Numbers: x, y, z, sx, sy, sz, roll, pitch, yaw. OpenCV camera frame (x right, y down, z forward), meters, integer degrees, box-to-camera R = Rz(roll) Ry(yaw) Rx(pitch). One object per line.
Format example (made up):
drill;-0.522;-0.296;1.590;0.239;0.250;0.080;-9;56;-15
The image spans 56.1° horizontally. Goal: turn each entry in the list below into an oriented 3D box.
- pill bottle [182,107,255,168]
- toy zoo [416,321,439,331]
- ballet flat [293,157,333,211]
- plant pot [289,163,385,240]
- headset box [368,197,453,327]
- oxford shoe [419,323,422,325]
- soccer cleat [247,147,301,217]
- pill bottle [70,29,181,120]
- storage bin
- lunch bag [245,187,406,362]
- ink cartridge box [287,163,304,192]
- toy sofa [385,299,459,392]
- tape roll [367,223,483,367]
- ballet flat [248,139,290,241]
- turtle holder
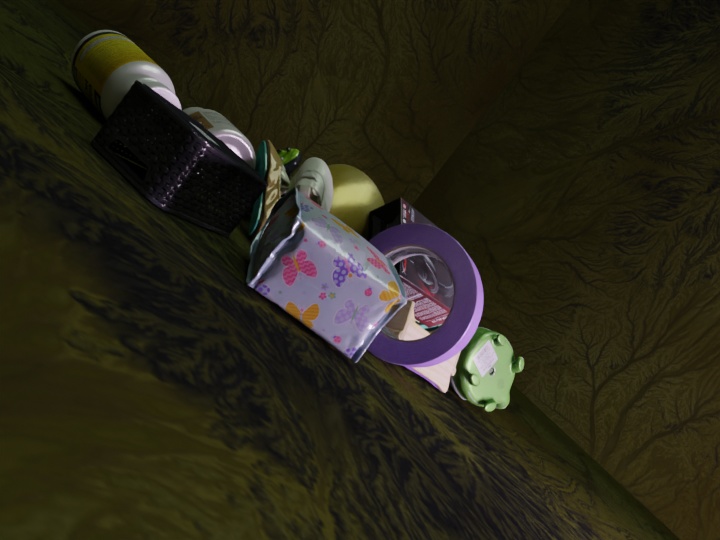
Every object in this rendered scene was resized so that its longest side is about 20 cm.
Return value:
pill bottle;-0.261;-0.212;1.159;0.114;0.115;0.200;36;5;-38
toy zoo;0.129;0.061;1.385;0.197;0.021;0.133;-8;62;-32
ballet flat;-0.084;-0.095;1.065;0.068;0.204;0.070;7;-16;2
plant pot;-0.071;-0.081;1.184;0.199;0.202;0.141;41;28;19
headset box;0.100;-0.005;1.158;0.199;0.076;0.152;32;49;-39
oxford shoe;0.060;0.087;1.395;0.200;0.075;0.058;48;49;2
soccer cleat;-0.157;-0.155;1.216;0.081;0.068;0.198;45;-42;-18
pill bottle;-0.346;-0.271;1.007;0.200;0.113;0.112;43;5;37
storage bin;-0.220;-0.135;0.854;0.135;0.094;0.200;41;3;17
lunch bag;-0.047;-0.004;0.842;0.168;0.128;0.201;36;14;-18
ink cartridge box;-0.065;-0.120;1.385;0.198;0.148;0.086;12;40;-44
toy sofa;0.085;0.123;1.119;0.082;0.099;0.199;10;-17;39
tape roll;0.078;0.038;0.988;0.200;0.201;0.066;41;4;22
ballet flat;-0.144;-0.123;1.098;0.062;0.069;0.203;17;53;-24
turtle holder;0.231;0.186;1.304;0.184;0.143;0.131;26;-6;-37
